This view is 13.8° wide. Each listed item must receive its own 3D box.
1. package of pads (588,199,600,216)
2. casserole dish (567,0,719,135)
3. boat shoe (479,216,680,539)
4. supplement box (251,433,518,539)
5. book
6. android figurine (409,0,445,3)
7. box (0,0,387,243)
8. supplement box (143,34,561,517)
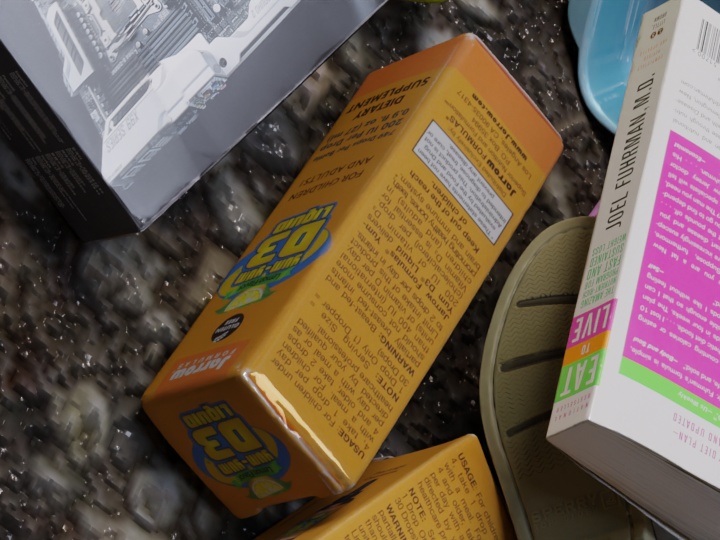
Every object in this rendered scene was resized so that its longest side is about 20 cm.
[{"bbox_3d":[0.186,0.045,1.271,0.200,0.120,0.076,52,49,-19],"label":"package of pads"},{"bbox_3d":[0.183,-0.092,1.271,0.039,0.200,0.121,-19,129,-57],"label":"casserole dish"},{"bbox_3d":[0.093,0.081,1.145,0.068,0.075,0.200,42,43,-61],"label":"boat shoe"},{"bbox_3d":[-0.024,0.132,1.089,0.200,0.066,0.069,-34,101,-42],"label":"supplement box"},{"bbox_3d":[0.146,0.008,1.129,0.134,0.048,0.200,34,53,-23],"label":"book"},{"bbox_3d":[0.005,-0.198,1.235,0.200,0.041,0.182,4,75,-40],"label":"android figurine"},{"bbox_3d":[-0.098,-0.136,1.094,0.158,0.050,0.200,-44,109,-29],"label":"box"},{"bbox_3d":[0.000,0.000,1.141,0.069,0.066,0.200,48,50,-21],"label":"supplement box"}]
